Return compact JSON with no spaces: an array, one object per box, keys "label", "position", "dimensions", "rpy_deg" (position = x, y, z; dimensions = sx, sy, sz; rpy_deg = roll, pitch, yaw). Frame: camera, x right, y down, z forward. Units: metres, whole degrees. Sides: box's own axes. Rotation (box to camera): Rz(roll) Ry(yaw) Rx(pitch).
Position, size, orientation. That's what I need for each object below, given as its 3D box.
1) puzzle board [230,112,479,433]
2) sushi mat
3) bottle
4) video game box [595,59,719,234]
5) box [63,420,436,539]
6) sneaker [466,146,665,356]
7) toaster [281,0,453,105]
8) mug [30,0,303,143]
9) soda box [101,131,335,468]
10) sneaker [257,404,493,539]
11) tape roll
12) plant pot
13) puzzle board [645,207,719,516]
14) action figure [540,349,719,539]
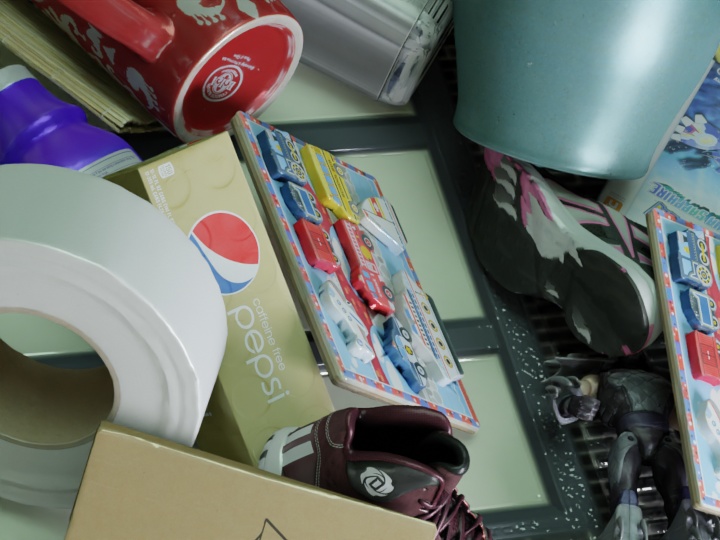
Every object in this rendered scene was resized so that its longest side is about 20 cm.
[{"label":"puzzle board","position":[0.000,0.000,1.648],"dimensions":[0.150,0.017,0.201],"rpy_deg":[22,39,-51]},{"label":"sushi mat","position":[-0.210,-0.152,1.729],"dimensions":[0.200,0.012,0.096],"rpy_deg":[37,16,11]},{"label":"bottle","position":[-0.170,-0.044,1.656],"dimensions":[0.083,0.065,0.200],"rpy_deg":[-31,68,-29]},{"label":"video game box","position":[0.269,-0.041,1.808],"dimensions":[0.199,0.047,0.183],"rpy_deg":[29,54,5]},{"label":"box","position":[-0.075,0.189,1.477],"dimensions":[0.199,0.021,0.165],"rpy_deg":[17,94,-4]},{"label":"sneaker","position":[0.147,-0.010,1.718],"dimensions":[0.086,0.081,0.200],"rpy_deg":[-4,39,-37]},{"label":"toaster","position":[0.008,-0.202,1.801],"dimensions":[0.129,0.114,0.200],"rpy_deg":[29,52,2]},{"label":"mug","position":[-0.154,-0.177,1.704],"dimensions":[0.177,0.134,0.200],"rpy_deg":[-25,60,-37]},{"label":"soda box","position":[-0.083,0.025,1.575],"dimensions":[0.067,0.064,0.201],"rpy_deg":[-24,97,-30]},{"label":"sneaker","position":[0.045,0.144,1.523],"dimensions":[0.199,0.115,0.076],"rpy_deg":[34,49,-21]},{"label":"tape roll","position":[-0.179,0.040,1.498],"dimensions":[0.201,0.203,0.071],"rpy_deg":[19,41,-3]},{"label":"plant pot","position":[0.146,-0.165,1.720],"dimensions":[0.199,0.189,0.200],"rpy_deg":[13,14,-3]},{"label":"puzzle board","position":[0.246,0.068,1.653],"dimensions":[0.150,0.017,0.201],"rpy_deg":[18,55,-39]},{"label":"action figure","position":[0.179,0.112,1.652],"dimensions":[0.129,0.070,0.201],"rpy_deg":[3,51,-10]}]
